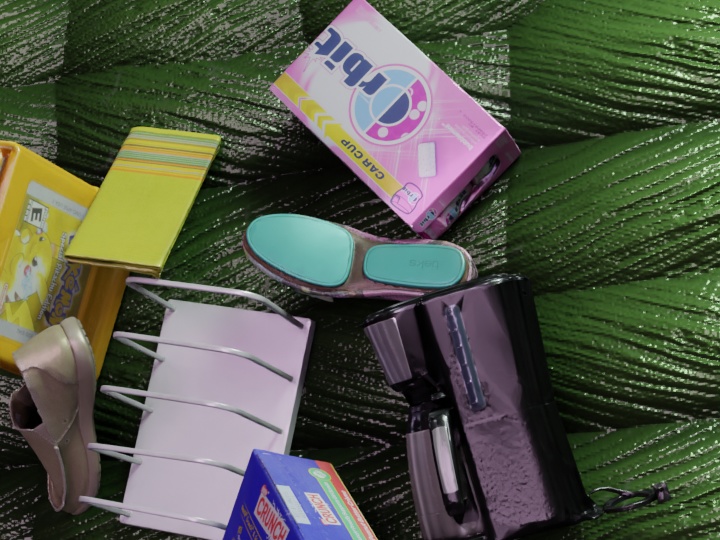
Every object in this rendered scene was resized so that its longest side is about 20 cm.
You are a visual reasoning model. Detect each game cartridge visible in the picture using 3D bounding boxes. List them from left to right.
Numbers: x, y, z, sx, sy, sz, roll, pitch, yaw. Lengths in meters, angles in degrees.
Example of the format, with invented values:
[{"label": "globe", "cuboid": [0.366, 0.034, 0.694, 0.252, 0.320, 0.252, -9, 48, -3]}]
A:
[{"label": "game cartridge", "cuboid": [-0.266, 0.004, 1.543, 0.032, 0.200, 0.177, 10, 79, 30]}]

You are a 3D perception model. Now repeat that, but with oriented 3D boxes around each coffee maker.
[{"label": "coffee maker", "cuboid": [0.115, 0.106, 1.418, 0.192, 0.135, 0.200, -13, 85, -12]}]

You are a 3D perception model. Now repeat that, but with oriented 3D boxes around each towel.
[{"label": "towel", "cuboid": [-0.185, -0.062, 1.559, 0.086, 0.018, 0.200, 7, 38, 9]}]

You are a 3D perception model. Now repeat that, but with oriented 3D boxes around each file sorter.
[{"label": "file sorter", "cuboid": [-0.141, 0.118, 1.511, 0.138, 0.125, 0.200, 7, 78, 21]}]

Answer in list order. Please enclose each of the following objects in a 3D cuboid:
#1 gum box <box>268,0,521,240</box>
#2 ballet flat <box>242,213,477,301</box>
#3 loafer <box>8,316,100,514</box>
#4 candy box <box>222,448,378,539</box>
[{"label": "gum box", "cuboid": [0.033, -0.125, 1.548, 0.114, 0.066, 0.200, -46, 67, 2]}, {"label": "ballet flat", "cuboid": [0.000, 0.000, 1.521, 0.200, 0.071, 0.069, 7, 66, 10]}, {"label": "loafer", "cuboid": [-0.260, 0.126, 1.526, 0.068, 0.200, 0.076, -9, 36, -18]}, {"label": "candy box", "cuboid": [-0.059, 0.266, 1.390, 0.169, 0.077, 0.200, -126, 51, -59]}]
